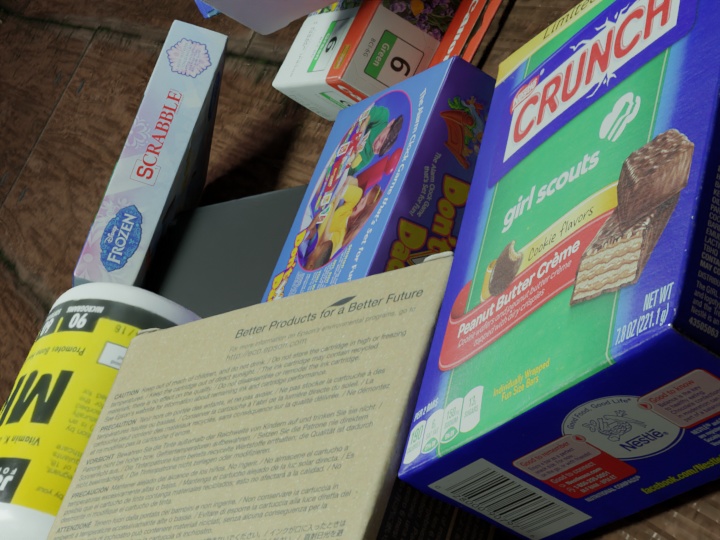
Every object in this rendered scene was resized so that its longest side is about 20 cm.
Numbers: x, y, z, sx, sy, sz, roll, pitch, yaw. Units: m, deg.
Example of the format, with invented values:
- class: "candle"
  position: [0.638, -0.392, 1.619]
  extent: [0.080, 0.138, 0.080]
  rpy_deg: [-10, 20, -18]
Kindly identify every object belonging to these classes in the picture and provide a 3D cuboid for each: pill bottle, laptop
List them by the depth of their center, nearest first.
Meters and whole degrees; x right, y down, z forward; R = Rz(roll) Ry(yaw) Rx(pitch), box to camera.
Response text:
- class: "pill bottle"
  position: [-0.147, 0.117, 0.982]
  extent: [0.114, 0.114, 0.201]
  rpy_deg: [-34, 29, 52]
- class: "laptop"
  position: [-0.093, 0.060, 1.167]
  extent: [0.201, 0.102, 0.178]
  rpy_deg: [102, -178, -54]

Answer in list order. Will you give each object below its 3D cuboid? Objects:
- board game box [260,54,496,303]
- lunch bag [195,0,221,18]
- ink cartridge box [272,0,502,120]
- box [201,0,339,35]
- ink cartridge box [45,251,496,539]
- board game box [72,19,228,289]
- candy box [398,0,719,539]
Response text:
- class: "board game box"
  position: [0.000, 0.000, 0.964]
  extent: [0.134, 0.045, 0.201]
  rpy_deg: [-17, 48, 63]
- class: "lunch bag"
  position: [-0.031, -0.240, 1.202]
  extent: [0.200, 0.094, 0.150]
  rpy_deg: [-46, 15, -19]
- class: "ink cartridge box"
  position: [0.019, -0.147, 1.104]
  extent: [0.110, 0.050, 0.200]
  rpy_deg: [-63, 18, -6]
- class: "box"
  position: [-0.035, -0.260, 1.047]
  extent: [0.151, 0.106, 0.201]
  rpy_deg: [-19, 72, 24]
- class: "ink cartridge box"
  position: [-0.036, 0.094, 0.783]
  extent: [0.199, 0.075, 0.165]
  rpy_deg: [-15, 42, 41]
- class: "board game box"
  position: [-0.145, -0.032, 1.268]
  extent: [0.200, 0.041, 0.201]
  rpy_deg: [109, 179, -61]
- class: "candy box"
  position: [0.105, -0.020, 0.686]
  extent: [0.169, 0.077, 0.201]
  rpy_deg: [-36, 30, 52]
